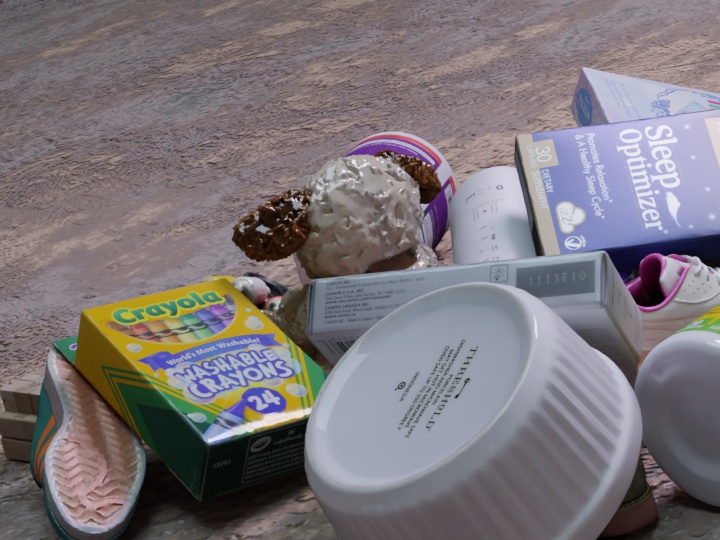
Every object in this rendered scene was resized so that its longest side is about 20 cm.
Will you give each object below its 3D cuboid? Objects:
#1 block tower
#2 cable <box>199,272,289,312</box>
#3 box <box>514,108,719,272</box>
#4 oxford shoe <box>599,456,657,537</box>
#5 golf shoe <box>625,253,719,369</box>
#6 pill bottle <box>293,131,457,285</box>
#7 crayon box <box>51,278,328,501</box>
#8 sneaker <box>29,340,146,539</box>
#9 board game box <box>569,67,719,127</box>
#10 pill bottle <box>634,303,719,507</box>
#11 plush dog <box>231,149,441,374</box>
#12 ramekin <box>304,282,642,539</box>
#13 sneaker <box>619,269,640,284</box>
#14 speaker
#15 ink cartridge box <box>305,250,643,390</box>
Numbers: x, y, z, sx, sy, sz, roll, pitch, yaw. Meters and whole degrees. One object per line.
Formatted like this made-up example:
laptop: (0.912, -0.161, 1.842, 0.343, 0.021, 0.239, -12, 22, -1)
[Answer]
block tower: (-0.190, 0.083, 1.675, 0.058, 0.054, 0.200, 4, 24, 41)
cable: (-0.070, 0.022, 1.753, 0.096, 0.051, 0.200, 17, 12, 7)
box: (0.217, -0.057, 1.546, 0.198, 0.033, 0.122, -7, 51, -4)
oxford shoe: (0.117, 0.104, 1.360, 0.070, 0.074, 0.200, -21, 19, -26)
golf shoe: (0.242, 0.025, 1.497, 0.199, 0.092, 0.075, -19, 17, -23)
pill bottle: (0.009, -0.038, 1.814, 0.112, 0.113, 0.200, -6, 18, 18)
crayon box: (-0.112, 0.070, 1.507, 0.125, 0.052, 0.200, -13, 38, -36)
sneaker: (-0.191, 0.137, 1.502, 0.071, 0.080, 0.200, 6, 33, -13)
board game box: (0.279, -0.083, 1.689, 0.198, 0.044, 0.200, 10, 28, -13)
pill bottle: (0.268, 0.057, 1.340, 0.111, 0.112, 0.199, 5, 24, 44)
plush dog: (0.000, 0.000, 1.599, 0.199, 0.173, 0.160, -23, 20, -34)
ramekin: (0.057, 0.096, 1.262, 0.201, 0.094, 0.203, -27, 33, 19)
sneaker: (0.181, 0.010, 1.628, 0.099, 0.070, 0.200, -10, 9, 10)
speaker: (0.108, 0.007, 1.583, 0.081, 0.082, 0.200, -11, 32, 5)
ink cartridge box: (0.087, 0.051, 1.413, 0.199, 0.174, 0.044, -6, 63, 20)
